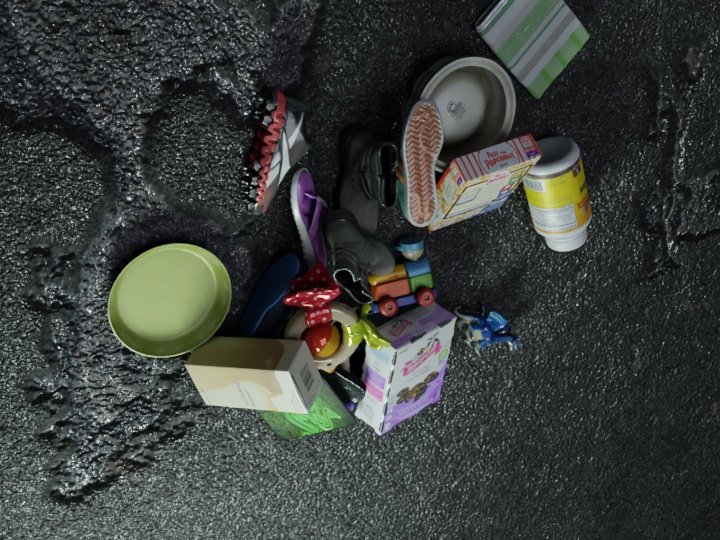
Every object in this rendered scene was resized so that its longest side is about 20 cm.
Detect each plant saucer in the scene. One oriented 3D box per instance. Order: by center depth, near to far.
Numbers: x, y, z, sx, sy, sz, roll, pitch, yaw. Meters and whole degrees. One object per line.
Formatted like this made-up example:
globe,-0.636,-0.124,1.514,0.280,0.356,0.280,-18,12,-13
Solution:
plant saucer,-0.304,0.043,1.482,0.199,0.031,0.201,-13,121,-22
plant saucer,0.036,0.098,1.710,0.199,0.019,0.070,-18,123,-21

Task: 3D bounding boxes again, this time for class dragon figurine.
dragon figurine,0.240,0.098,1.799,0.099,0.059,0.200,-39,128,-6

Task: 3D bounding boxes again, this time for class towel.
towel,0.291,-0.405,1.585,0.149,0.031,0.200,-49,130,5

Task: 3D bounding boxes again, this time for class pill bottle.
pill bottle,0.361,-0.136,1.711,0.109,0.109,0.201,-30,126,-12

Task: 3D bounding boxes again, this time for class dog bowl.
dog bowl,0.156,-0.266,1.550,0.199,0.074,0.201,-13,121,-22

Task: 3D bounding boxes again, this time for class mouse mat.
mouse mat,-0.114,0.234,1.645,0.160,0.008,0.200,-16,134,20

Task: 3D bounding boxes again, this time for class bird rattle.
bird rattle,-0.053,0.093,1.508,0.200,0.113,0.163,24,112,-40

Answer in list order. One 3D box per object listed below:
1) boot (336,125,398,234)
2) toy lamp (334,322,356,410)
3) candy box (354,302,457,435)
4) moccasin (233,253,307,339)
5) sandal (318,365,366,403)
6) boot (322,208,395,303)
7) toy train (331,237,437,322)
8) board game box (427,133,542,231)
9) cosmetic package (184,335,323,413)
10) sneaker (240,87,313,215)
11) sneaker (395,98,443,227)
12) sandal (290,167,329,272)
boot,0.016,-0.125,1.499,0.067,0.131,0.201,-15,122,-21
toy lamp,-0.028,0.179,1.676,0.058,0.058,0.201,-24,140,-16
candy box,0.082,0.175,1.699,0.167,0.071,0.201,-24,135,-39
moccasin,-0.142,0.056,1.562,0.068,0.081,0.200,17,120,-38
sandal,-0.080,0.181,1.620,0.200,0.048,0.075,28,135,-11
boot,0.000,0.000,1.499,0.067,0.131,0.200,-21,148,21
toy train,0.030,0.017,1.634,0.199,0.085,0.116,-13,105,-14
board game box,0.200,-0.145,1.581,0.151,0.046,0.200,-20,165,-20
cosmetic package,-0.173,0.168,1.519,0.071,0.199,0.106,-62,142,-43
sneaker,-0.125,-0.177,1.439,0.097,0.071,0.201,5,111,-29
sneaker,0.084,-0.174,1.481,0.071,0.080,0.201,-4,108,-20
sandal,-0.070,-0.082,1.514,0.050,0.083,0.203,2,133,14
